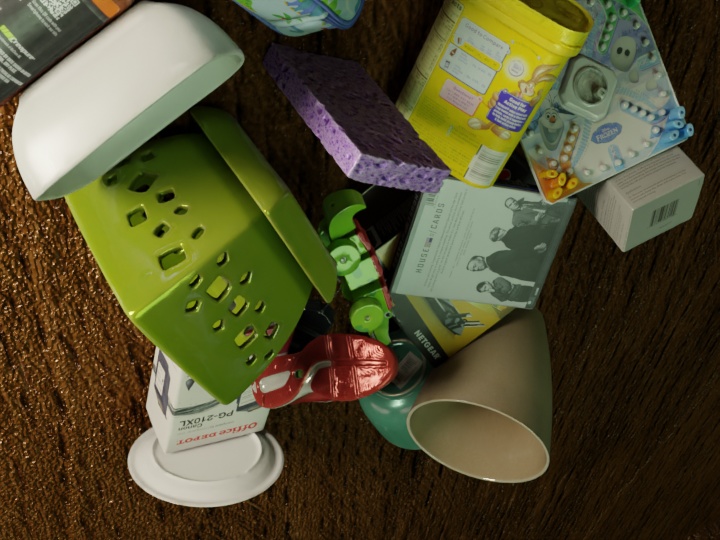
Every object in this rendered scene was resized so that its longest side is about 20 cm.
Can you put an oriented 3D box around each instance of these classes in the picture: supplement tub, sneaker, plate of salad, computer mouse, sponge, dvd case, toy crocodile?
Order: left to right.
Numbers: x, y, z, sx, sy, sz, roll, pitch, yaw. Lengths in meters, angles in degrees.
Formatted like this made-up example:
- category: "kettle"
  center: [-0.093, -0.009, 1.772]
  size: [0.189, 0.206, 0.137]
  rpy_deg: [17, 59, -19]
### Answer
- category: "supplement tub"
  center: [-0.242, -0.213, 0.685]
  size: [0.198, 0.108, 0.107]
  rpy_deg: [-35, 144, 3]
- category: "plate of salad"
  center: [-0.195, 0.245, 1.166]
  size: [0.197, 0.200, 0.049]
  rpy_deg: [-9, 117, -29]
- category: "computer mouse"
  center: [-0.042, 0.032, 1.139]
  size: [0.058, 0.034, 0.201]
  rpy_deg: [30, 112, -28]
- category: "sneaker"
  center: [-0.023, 0.116, 1.085]
  size: [0.197, 0.080, 0.115]
  rpy_deg: [-9, 173, 32]
- category: "sponge"
  center: [-0.007, -0.146, 0.863]
  size: [0.110, 0.201, 0.030]
  rpy_deg: [5, 127, -38]
- category: "toy crocodile"
  center: [0.000, 0.000, 1.003]
  size: [0.061, 0.068, 0.202]
  rpy_deg: [-21, 124, 1]
- category: "dvd case"
  center: [0.139, -0.033, 1.053]
  size: [0.196, 0.025, 0.153]
  rpy_deg: [7, 117, -22]

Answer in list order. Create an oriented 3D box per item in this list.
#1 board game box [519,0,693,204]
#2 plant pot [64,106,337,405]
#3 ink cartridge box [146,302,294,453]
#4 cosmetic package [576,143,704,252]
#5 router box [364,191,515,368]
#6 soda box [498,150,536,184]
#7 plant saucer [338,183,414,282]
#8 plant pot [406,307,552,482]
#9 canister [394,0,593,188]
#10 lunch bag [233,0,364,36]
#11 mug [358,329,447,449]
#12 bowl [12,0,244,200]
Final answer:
- category: "board game box"
  center: [0.257, -0.205, 1.024]
  size: [0.197, 0.203, 0.026]
  rpy_deg: [-24, -175, -11]
- category: "plant pot"
  center: [-0.144, -0.024, 0.906]
  size: [0.180, 0.200, 0.201]
  rpy_deg: [-37, 144, -4]
- category: "ink cartridge box"
  center: [-0.176, 0.120, 1.131]
  size: [0.142, 0.085, 0.202]
  rpy_deg: [-9, 137, -30]
- category: "cosmetic package"
  center: [0.307, -0.138, 1.111]
  size: [0.106, 0.202, 0.086]
  rpy_deg: [-23, 145, -9]
- category: "router box"
  center: [0.096, 0.002, 1.108]
  size: [0.156, 0.052, 0.200]
  rpy_deg: [-37, 124, 6]
- category: "soda box"
  center: [0.170, -0.121, 1.134]
  size: [0.063, 0.071, 0.199]
  rpy_deg: [-42, 143, 15]
- category: "plant saucer"
  center: [0.043, -0.059, 1.143]
  size: [0.197, 0.032, 0.202]
  rpy_deg: [-22, 143, -17]
- category: "plant pot"
  center: [0.177, 0.140, 1.202]
  size: [0.189, 0.184, 0.202]
  rpy_deg: [84, 24, -51]
- category: "canister"
  center: [0.126, -0.203, 0.950]
  size: [0.202, 0.147, 0.087]
  rpy_deg: [-61, 175, 37]
- category: "lunch bag"
  center: [-0.068, -0.289, 0.700]
  size: [0.199, 0.081, 0.164]
  rpy_deg: [24, 73, -50]
- category: "mug"
  center: [0.069, 0.148, 1.318]
  size: [0.149, 0.188, 0.115]
  rpy_deg: [-11, 146, 17]
- category: "bowl"
  center: [-0.196, -0.149, 0.762]
  size: [0.198, 0.075, 0.200]
  rpy_deg: [-36, -172, 4]
